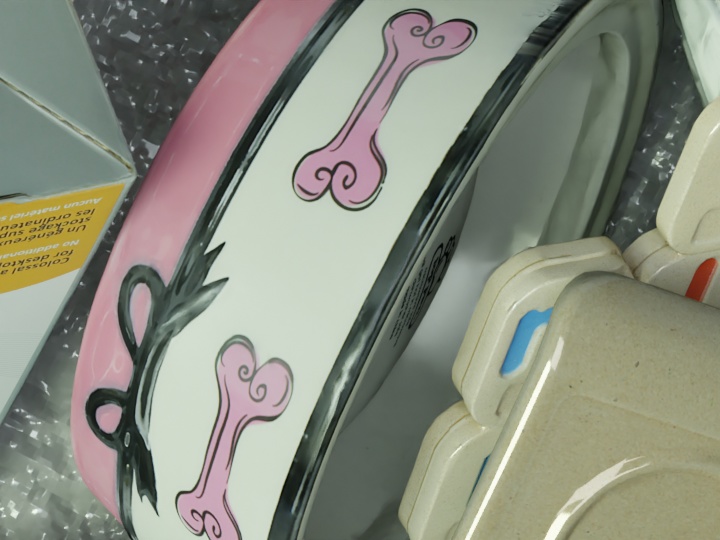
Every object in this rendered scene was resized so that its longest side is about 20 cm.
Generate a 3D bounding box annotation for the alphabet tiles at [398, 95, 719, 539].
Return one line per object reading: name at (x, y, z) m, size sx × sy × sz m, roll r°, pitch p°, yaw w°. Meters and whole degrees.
alphabet tiles at (0.105, 0.020, 0.737) m, size 0.200 × 0.015 × 0.196 m, roll -10°, pitch 137°, yaw -30°

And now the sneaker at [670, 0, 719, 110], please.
sneaker at (0.108, -0.121, 0.709) m, size 0.085 × 0.077 × 0.200 m, roll -17°, pitch 111°, yaw 18°

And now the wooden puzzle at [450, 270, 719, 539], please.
wooden puzzle at (0.089, 0.113, 0.708) m, size 0.185 × 0.046 × 0.200 m, roll 19°, pitch 100°, yaw -20°

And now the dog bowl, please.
dog bowl at (0.000, 0.000, 0.721) m, size 0.074 × 0.200 × 0.200 m, roll 27°, pitch 96°, yaw 15°

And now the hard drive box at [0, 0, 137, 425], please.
hard drive box at (-0.160, 0.007, 0.681) m, size 0.156 × 0.200 × 0.077 m, roll -13°, pitch 68°, yaw -27°
